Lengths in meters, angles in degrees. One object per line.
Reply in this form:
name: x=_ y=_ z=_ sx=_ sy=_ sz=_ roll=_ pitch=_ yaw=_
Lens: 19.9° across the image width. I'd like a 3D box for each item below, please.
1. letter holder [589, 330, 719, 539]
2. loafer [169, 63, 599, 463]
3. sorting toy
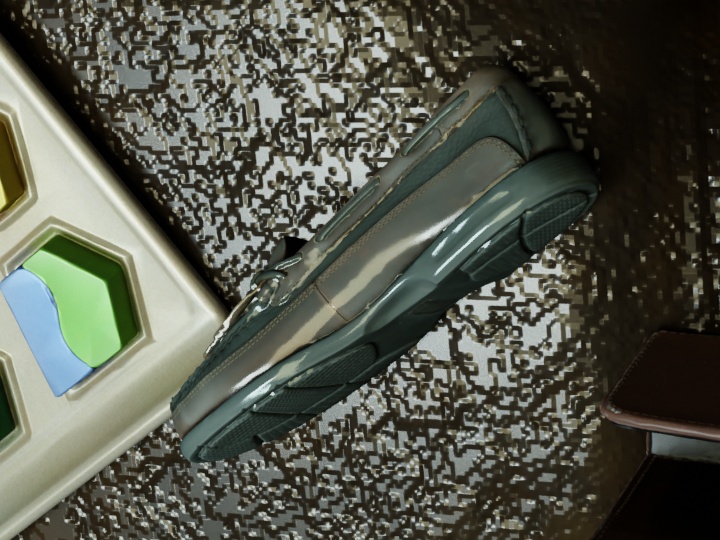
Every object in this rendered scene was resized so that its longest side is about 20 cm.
letter holder: x=0.176 y=0.097 z=0.686 sx=0.199 sy=0.142 sz=0.101 roll=4 pitch=109 yaw=23
loafer: x=0.000 y=0.000 z=0.783 sx=0.200 sy=0.072 sz=0.063 roll=-37 pitch=71 yaw=23
sorting toy: x=-0.171 y=0.006 z=0.869 sx=0.185 sy=0.036 sz=0.200 roll=-37 pitch=90 yaw=29
